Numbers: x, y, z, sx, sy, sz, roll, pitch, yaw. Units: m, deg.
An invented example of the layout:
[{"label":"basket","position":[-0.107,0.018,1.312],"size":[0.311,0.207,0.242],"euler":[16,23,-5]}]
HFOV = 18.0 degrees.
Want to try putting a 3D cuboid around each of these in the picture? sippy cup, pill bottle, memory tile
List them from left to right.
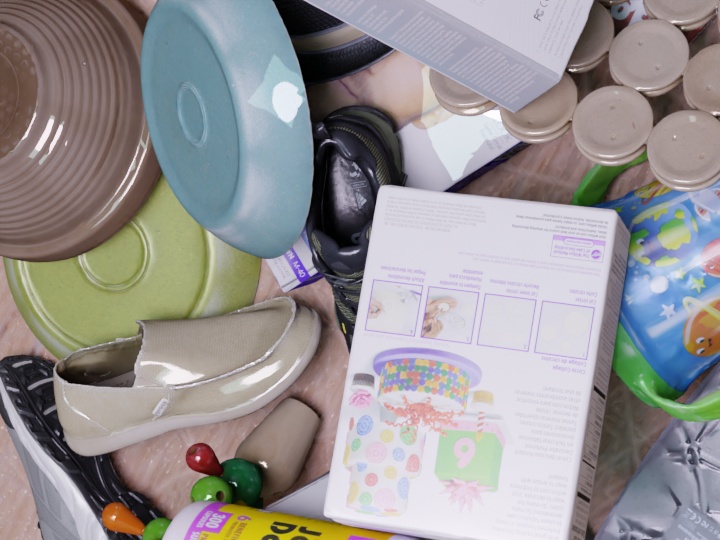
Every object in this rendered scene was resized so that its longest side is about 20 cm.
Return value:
[{"label":"pill bottle","position":[-0.019,0.202,1.362],"size":[0.200,0.104,0.104],"euler":[7,99,20]},{"label":"memory tile","position":[0.154,-0.136,1.398],"size":[0.200,0.017,0.153],"euler":[21,72,22]},{"label":"sippy cup","position":[0.205,-0.004,1.395],"size":[0.130,0.140,0.178],"euler":[-31,89,17]}]

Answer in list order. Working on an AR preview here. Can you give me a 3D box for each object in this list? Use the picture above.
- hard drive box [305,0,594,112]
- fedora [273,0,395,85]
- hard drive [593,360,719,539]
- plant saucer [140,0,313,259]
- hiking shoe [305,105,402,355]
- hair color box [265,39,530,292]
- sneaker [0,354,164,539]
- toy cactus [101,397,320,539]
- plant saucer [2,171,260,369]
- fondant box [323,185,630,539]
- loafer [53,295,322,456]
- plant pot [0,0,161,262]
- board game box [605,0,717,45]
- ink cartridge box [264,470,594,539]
[{"label":"hard drive box","position":[0.048,-0.213,1.354],"size":[0.200,0.077,0.156],"euler":[28,72,-11]},{"label":"fedora","position":[-0.032,-0.217,1.445],"size":[0.200,0.092,0.201],"euler":[-10,71,30]},{"label":"hard drive","position":[0.252,0.137,1.445],"size":[0.135,0.042,0.200],"euler":[37,106,11]},{"label":"plant saucer","position":[-0.093,-0.101,1.433],"size":[0.200,0.036,0.200],"euler":[38,135,51]},{"label":"hiking shoe","position":[0.000,0.000,1.422],"size":[0.076,0.101,0.200],"euler":[-15,95,21]},{"label":"hair color box","position":[0.010,-0.083,1.494],"size":[0.200,0.065,0.109],"euler":[-33,85,19]},{"label":"sneaker","position":[-0.207,0.151,1.596],"size":[0.079,0.074,0.200],"euler":[-36,80,36]},{"label":"toy cactus","position":[-0.089,0.157,1.527],"size":[0.102,0.200,0.165],"euler":[24,64,21]},{"label":"plant saucer","position":[-0.167,-0.015,1.582],"size":[0.200,0.031,0.200],"euler":[2,97,20]},{"label":"fondant box","position":[0.069,0.059,1.326],"size":[0.144,0.058,0.200],"euler":[7,79,16]},{"label":"loafer","position":[-0.121,0.064,1.526],"size":[0.200,0.076,0.068],"euler":[-23,125,13]},{"label":"plant pot","position":[-0.234,-0.110,1.539],"size":[0.200,0.093,0.201],"euler":[-3,82,26]},{"label":"board game box","position":[0.149,-0.224,1.450],"size":[0.200,0.019,0.103],"euler":[45,110,9]},{"label":"ink cartridge box","position":[0.063,0.193,1.464],"size":[0.144,0.145,0.200],"euler":[-29,86,21]}]
